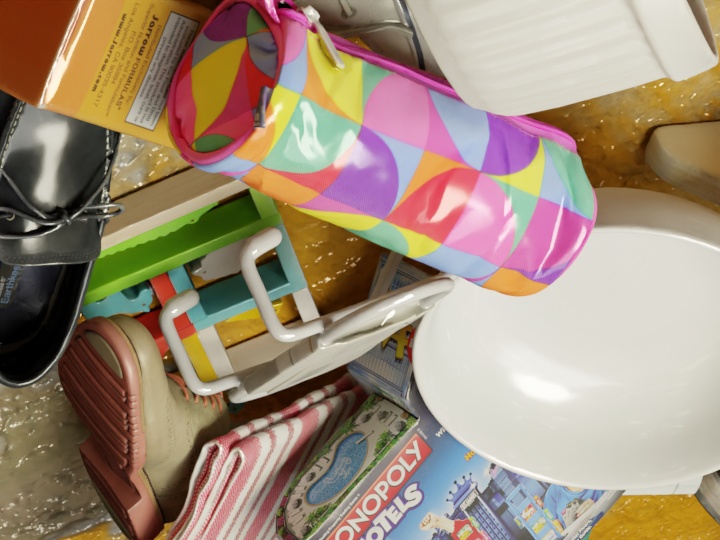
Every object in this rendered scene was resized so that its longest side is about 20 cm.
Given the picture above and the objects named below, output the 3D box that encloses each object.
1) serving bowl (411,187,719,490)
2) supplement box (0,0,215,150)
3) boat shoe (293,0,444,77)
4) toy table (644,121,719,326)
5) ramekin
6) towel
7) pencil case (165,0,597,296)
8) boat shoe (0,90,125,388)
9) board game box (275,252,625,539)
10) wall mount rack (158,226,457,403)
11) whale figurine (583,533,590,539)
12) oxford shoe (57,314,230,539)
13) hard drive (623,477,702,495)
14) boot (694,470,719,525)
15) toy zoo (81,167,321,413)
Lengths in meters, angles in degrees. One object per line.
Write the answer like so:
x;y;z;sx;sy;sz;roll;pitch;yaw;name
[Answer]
0.127;0.025;1.289;0.199;0.066;0.201;3;136;2;serving bowl
-0.082;-0.088;1.137;0.200;0.066;0.069;14;101;-50;supplement box
-0.020;-0.139;1.134;0.086;0.075;0.202;-26;142;2;boat shoe
0.256;-0.039;1.386;0.199;0.117;0.184;2;136;-33;toy table
0.067;-0.160;1.059;0.105;0.201;0.200;-20;146;12;ramekin
-0.048;0.117;1.414;0.200;0.030;0.147;-25;150;-53;towel
0.012;-0.054;1.105;0.200;0.089;0.088;23;124;-36;pencil case
-0.149;-0.030;1.192;0.074;0.062;0.201;0;126;-28;boat shoe
0.041;0.099;1.379;0.200;0.062;0.200;-46;125;-13;board game box
0.000;0.000;1.256;0.173;0.075;0.200;-20;174;-28;wall mount rack
0.101;0.164;1.566;0.200;0.104;0.159;-41;141;14;whale figurine
-0.109;0.070;1.327;0.075;0.071;0.200;-31;157;-17;oxford shoe
0.132;0.068;1.484;0.199;0.027;0.132;3;109;-33;hard drive
0.322;0.121;1.671;0.174;0.069;0.200;-37;141;17;boot
-0.091;0.023;1.343;0.131;0.021;0.200;-23;145;-2;toy zoo
